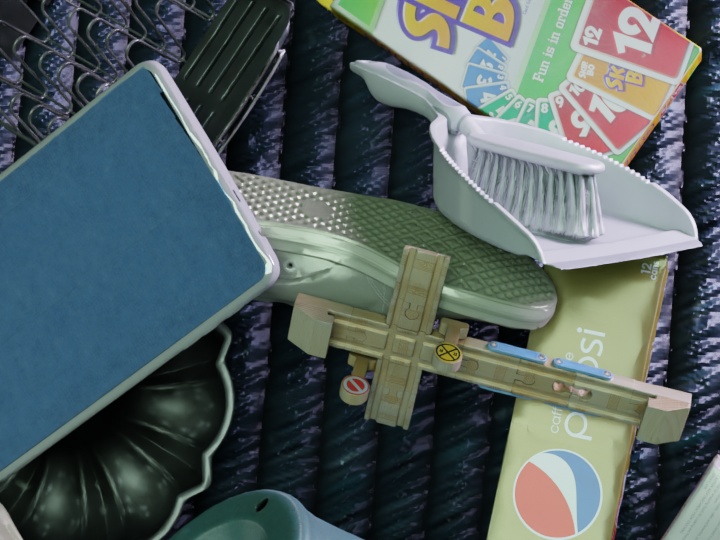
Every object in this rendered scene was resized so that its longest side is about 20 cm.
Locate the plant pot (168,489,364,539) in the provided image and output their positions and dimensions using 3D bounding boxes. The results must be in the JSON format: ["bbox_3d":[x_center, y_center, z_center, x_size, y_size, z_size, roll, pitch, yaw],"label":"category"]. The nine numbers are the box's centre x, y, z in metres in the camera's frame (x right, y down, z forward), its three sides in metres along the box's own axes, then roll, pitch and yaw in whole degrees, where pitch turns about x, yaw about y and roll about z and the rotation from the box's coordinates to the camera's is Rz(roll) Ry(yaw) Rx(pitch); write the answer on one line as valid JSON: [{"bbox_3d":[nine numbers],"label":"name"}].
[{"bbox_3d":[-0.022,0.212,1.019,0.200,0.200,0.188,-44,114,0],"label":"plant pot"}]

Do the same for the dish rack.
[{"bbox_3d":[-0.136,-0.122,1.157,0.199,0.055,0.154,31,86,36],"label":"dish rack"}]

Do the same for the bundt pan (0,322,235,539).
[{"bbox_3d":[-0.157,0.064,1.154,0.200,0.076,0.204,-1,82,8],"label":"bundt pan"}]

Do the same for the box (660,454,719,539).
[{"bbox_3d":[0.141,0.188,1.098,0.041,0.039,0.201,32,100,9],"label":"box"}]

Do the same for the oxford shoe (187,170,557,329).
[{"bbox_3d":[0.000,0.000,1.097,0.198,0.075,0.058,13,118,3],"label":"oxford shoe"}]

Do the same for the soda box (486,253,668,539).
[{"bbox_3d":[0.109,0.086,1.122,0.064,0.068,0.202,11,83,9],"label":"soda box"}]

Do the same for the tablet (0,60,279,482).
[{"bbox_3d":[-0.144,0.003,1.088,0.200,0.014,0.131,-36,78,20],"label":"tablet"}]

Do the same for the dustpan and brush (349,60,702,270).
[{"bbox_3d":[0.065,-0.061,1.119,0.199,0.139,0.058,21,109,38],"label":"dustpan and brush"}]

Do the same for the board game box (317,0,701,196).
[{"bbox_3d":[0.076,-0.134,1.180,0.199,0.030,0.096,35,88,13],"label":"board game box"}]

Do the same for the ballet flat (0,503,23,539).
[{"bbox_3d":[-0.148,0.197,1.078,0.069,0.069,0.201,-34,93,1],"label":"ballet flat"}]

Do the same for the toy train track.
[{"bbox_3d":[0.061,0.053,1.058,0.199,0.115,0.033,14,40,2],"label":"toy train track"}]
